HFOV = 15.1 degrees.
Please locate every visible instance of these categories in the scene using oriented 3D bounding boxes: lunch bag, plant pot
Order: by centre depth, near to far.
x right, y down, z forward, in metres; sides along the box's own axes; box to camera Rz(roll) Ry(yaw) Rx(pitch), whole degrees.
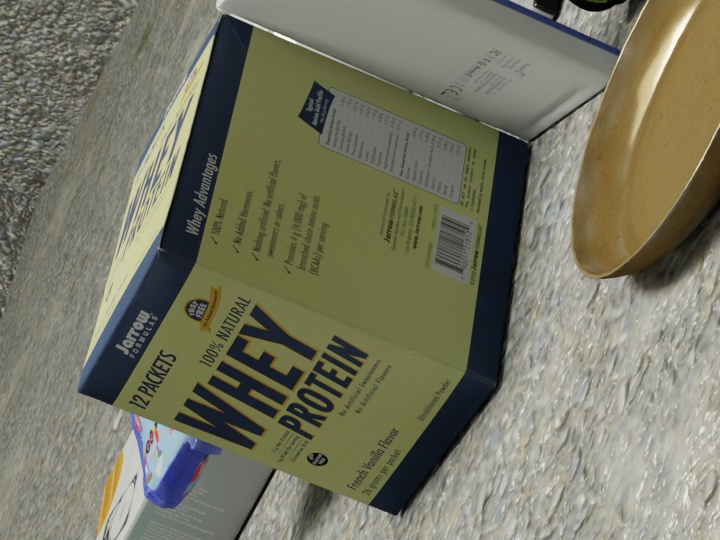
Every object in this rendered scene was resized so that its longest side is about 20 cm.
[{"bbox_3d":[0.157,-0.085,1.295,0.200,0.027,0.200,-90,26,-62],"label":"plant pot"},{"bbox_3d":[-0.095,0.045,1.739,0.200,0.094,0.151,-94,26,-47],"label":"lunch bag"}]

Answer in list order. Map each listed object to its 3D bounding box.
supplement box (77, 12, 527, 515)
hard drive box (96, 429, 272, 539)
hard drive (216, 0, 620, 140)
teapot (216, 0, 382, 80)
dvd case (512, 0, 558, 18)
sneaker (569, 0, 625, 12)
[{"bbox_3d":[-0.030,-0.004,1.548,0.200,0.199,0.134,-79,17,-44],"label":"supplement box"},{"bbox_3d":[-0.122,0.141,1.989,0.156,0.077,0.200,-91,26,-60],"label":"hard drive box"},{"bbox_3d":[0.030,-0.136,1.522,0.132,0.200,0.025,146,145,-69],"label":"hard drive"},{"bbox_3d":[-0.040,-0.173,2.025,0.197,0.146,0.200,165,126,-75],"label":"teapot"},{"bbox_3d":[0.086,-0.163,1.761,0.200,0.018,0.143,127,161,-51],"label":"dvd case"},{"bbox_3d":[0.141,-0.180,1.477,0.200,0.071,0.083,-142,52,-75],"label":"sneaker"}]
